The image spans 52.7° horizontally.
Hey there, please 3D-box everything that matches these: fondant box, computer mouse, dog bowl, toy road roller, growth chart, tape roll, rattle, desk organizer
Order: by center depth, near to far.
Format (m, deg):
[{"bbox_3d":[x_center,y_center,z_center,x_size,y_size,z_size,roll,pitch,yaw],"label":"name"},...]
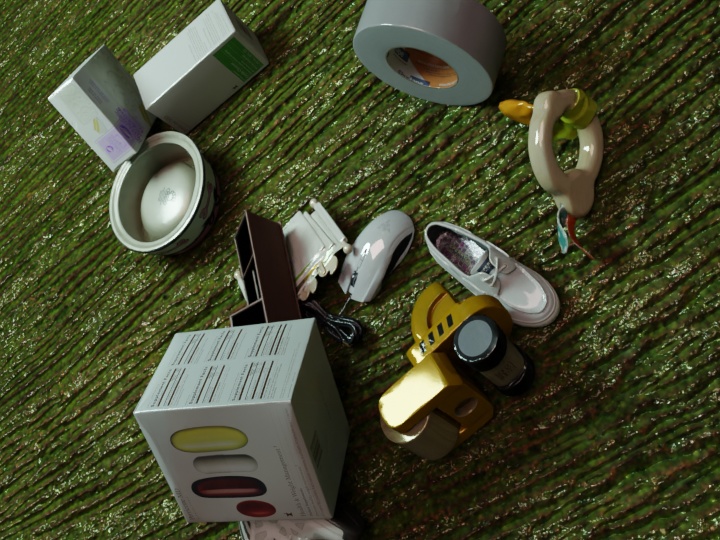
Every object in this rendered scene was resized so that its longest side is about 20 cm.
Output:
[{"bbox_3d":[0.101,0.112,0.885,0.200,0.122,0.147,-44,46,9],"label":"toy road roller"},{"bbox_3d":[0.226,-0.116,0.913,0.140,0.129,0.206,0,101,38],"label":"rattle"},{"bbox_3d":[0.091,-0.295,0.957,0.196,0.200,0.068,17,82,30],"label":"tape roll"},{"bbox_3d":[-0.139,0.027,1.003,0.071,0.076,0.205,-26,66,27],"label":"desk organizer"},{"bbox_3d":[0.000,0.000,1.008,0.109,0.044,0.203,33,92,32],"label":"computer mouse"},{"bbox_3d":[-0.102,-0.007,1.053,0.199,0.018,0.146,-42,50,17],"label":"growth chart"},{"bbox_3d":[-0.314,-0.118,1.190,0.195,0.074,0.206,-8,71,25],"label":"dog bowl"},{"bbox_3d":[-0.414,-0.271,1.197,0.057,0.145,0.202,-30,28,15],"label":"fondant box"}]

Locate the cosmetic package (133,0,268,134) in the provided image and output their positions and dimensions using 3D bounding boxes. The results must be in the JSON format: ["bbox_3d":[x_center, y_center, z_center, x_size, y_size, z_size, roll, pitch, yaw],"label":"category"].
[{"bbox_3d":[-0.265,-0.334,1.208,0.198,0.107,0.086,-37,63,15],"label":"cosmetic package"}]

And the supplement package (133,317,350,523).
[{"bbox_3d":[-0.135,0.188,0.898,0.194,0.195,0.148,-7,32,15],"label":"supplement package"}]

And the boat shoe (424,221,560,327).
[{"bbox_3d":[0.160,-0.002,0.911,0.072,0.068,0.200,-50,60,6],"label":"boat shoe"}]

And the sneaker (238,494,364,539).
[{"bbox_3d":[-0.083,0.342,0.946,0.197,0.075,0.119,13,90,38],"label":"sneaker"}]
